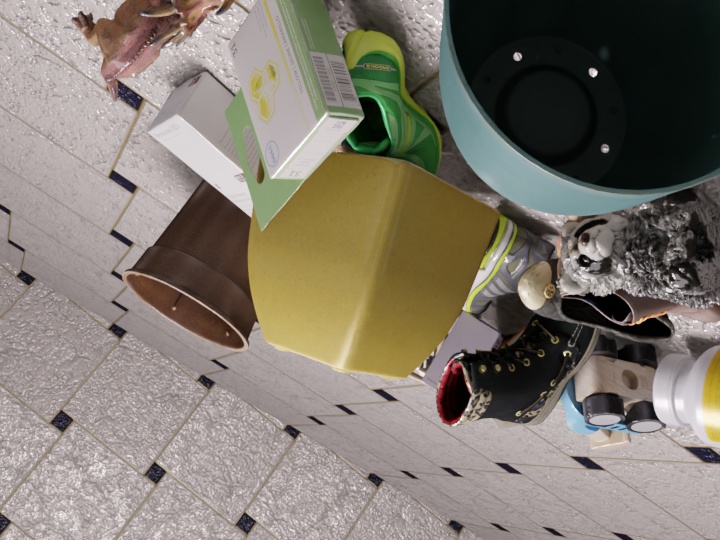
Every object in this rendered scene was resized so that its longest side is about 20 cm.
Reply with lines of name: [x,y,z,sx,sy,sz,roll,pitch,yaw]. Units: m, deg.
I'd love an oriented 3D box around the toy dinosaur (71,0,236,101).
toy dinosaur: [-0.204,-0.229,0.765,0.085,0.200,0.136,15,-145,-46]

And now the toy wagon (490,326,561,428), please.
toy wagon: [0.230,0.117,1.038,0.153,0.202,0.040,-3,-146,-31]

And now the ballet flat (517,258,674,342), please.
ballet flat: [0.250,0.031,0.851,0.197,0.067,0.057,13,-169,-25]

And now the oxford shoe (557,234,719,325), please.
oxford shoe: [0.281,0.027,0.814,0.197,0.074,0.071,18,158,-11]

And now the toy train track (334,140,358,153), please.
toy train track: [-0.038,-0.138,0.922,0.198,0.033,0.115,27,159,1]

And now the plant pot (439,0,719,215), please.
plant pot: [0.139,-0.127,0.519,0.198,0.203,0.161,27,171,2]

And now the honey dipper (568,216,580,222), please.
honey dipper: [0.212,-0.050,0.806,0.038,0.038,0.201,19,158,23]

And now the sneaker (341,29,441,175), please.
sneaker: [0.019,-0.139,0.773,0.073,0.084,0.200,15,160,31]

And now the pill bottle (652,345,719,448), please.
pill bottle: [0.423,0.140,0.867,0.198,0.113,0.112,3,148,48]

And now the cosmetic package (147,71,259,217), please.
cosmetic package: [-0.153,-0.142,1.001,0.199,0.075,0.101,38,156,-27]

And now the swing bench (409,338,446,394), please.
swing bench: [0.041,0.047,1.108,0.197,0.131,0.201,21,158,23]

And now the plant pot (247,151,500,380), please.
plant pot: [0.000,0.000,0.838,0.194,0.203,0.193,13,177,38]

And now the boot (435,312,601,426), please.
boot: [0.178,0.092,0.904,0.152,0.206,0.074,2,-151,-37]

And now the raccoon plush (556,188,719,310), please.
raccoon plush: [0.272,0.010,0.751,0.133,0.098,0.200,-13,135,44]

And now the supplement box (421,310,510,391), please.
supplement box: [0.160,0.130,1.095,0.060,0.110,0.200,31,180,25]

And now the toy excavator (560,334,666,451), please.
toy excavator: [0.311,0.175,1.044,0.192,0.101,0.200,13,150,-21]

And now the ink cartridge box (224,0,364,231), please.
ink cartridge box: [-0.084,-0.146,0.742,0.047,0.147,0.200,-4,156,-39]

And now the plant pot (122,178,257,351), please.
plant pot: [-0.199,-0.022,1.155,0.198,0.200,0.201,25,158,10]

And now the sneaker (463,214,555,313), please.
sneaker: [0.168,0.008,0.947,0.080,0.075,0.200,21,160,6]
